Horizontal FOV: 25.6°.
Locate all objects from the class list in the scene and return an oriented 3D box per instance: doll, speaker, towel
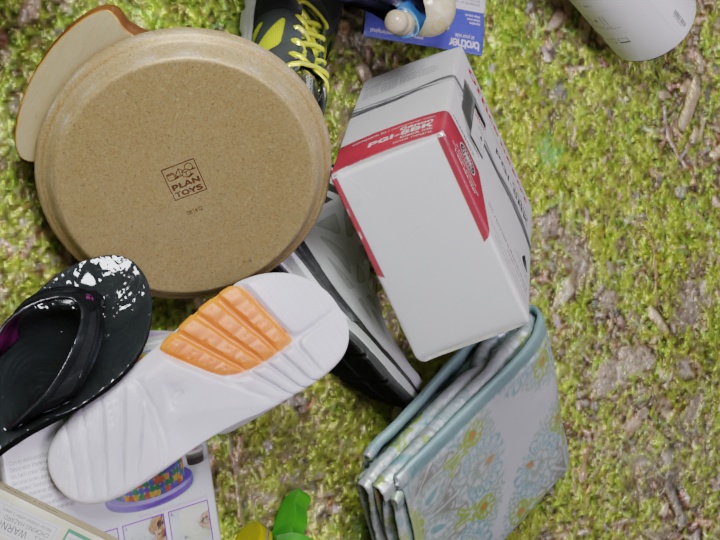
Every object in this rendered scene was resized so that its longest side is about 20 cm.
[{"bbox_3d":[-0.007,-0.208,1.069,0.200,0.048,0.137,18,38,-41],"label":"doll"},{"bbox_3d":[0.183,-0.248,1.235,0.200,0.081,0.081,37,69,-42],"label":"speaker"},{"bbox_3d":[0.079,0.143,1.179,0.200,0.048,0.171,-41,139,-28],"label":"towel"}]

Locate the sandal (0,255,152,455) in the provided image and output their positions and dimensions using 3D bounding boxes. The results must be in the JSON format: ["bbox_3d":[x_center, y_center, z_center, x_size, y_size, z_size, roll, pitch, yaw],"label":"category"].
[{"bbox_3d":[-0.194,0.057,0.927,0.075,0.048,0.200,42,59,8],"label":"sandal"}]

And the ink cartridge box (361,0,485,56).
[{"bbox_3d":[0.042,-0.264,1.176,0.119,0.042,0.201,3,87,-38],"label":"ink cartridge box"}]

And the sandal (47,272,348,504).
[{"bbox_3d":[-0.106,0.072,0.998,0.206,0.059,0.079,-32,90,-11],"label":"sandal"}]

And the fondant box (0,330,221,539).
[{"bbox_3d":[-0.169,0.150,1.017,0.144,0.058,0.201,-12,99,-36],"label":"fondant box"}]

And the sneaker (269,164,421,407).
[{"bbox_3d":[0.000,0.000,1.128,0.201,0.076,0.115,49,66,-24],"label":"sneaker"}]

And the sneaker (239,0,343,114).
[{"bbox_3d":[-0.045,-0.137,1.085,0.074,0.085,0.200,30,73,-34],"label":"sneaker"}]

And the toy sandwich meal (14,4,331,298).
[{"bbox_3d":[-0.119,-0.074,1.001,0.204,0.070,0.206,-4,119,-8],"label":"toy sandwich meal"}]

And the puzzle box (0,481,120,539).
[{"bbox_3d":[-0.220,0.198,0.941,0.200,0.025,0.133,29,87,-13],"label":"puzzle box"}]

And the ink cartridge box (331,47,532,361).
[{"bbox_3d":[0.056,-0.053,1.094,0.200,0.083,0.147,-75,142,-65],"label":"ink cartridge box"}]

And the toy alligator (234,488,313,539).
[{"bbox_3d":[-0.075,0.243,1.090,0.059,0.054,0.200,41,68,-30],"label":"toy alligator"}]
